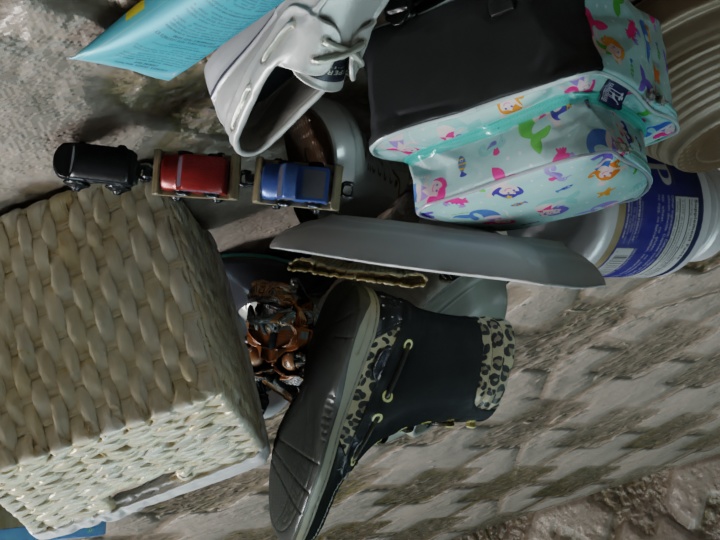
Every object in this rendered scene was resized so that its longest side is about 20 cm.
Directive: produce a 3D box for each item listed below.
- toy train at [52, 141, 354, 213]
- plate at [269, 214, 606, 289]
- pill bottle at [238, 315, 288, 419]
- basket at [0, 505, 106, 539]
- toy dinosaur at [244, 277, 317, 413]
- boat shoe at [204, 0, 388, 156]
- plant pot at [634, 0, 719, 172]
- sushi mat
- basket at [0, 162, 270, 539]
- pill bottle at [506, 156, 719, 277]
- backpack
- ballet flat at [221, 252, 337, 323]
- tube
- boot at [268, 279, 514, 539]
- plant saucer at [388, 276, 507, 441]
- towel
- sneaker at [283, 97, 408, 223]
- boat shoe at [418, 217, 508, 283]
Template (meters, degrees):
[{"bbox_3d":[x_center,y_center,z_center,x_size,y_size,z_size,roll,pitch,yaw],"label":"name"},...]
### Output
[{"bbox_3d":[-0.102,-0.062,0.876,0.197,0.035,0.046,5,174,2],"label":"toy train"},{"bbox_3d":[0.062,-0.015,0.962,0.197,0.033,0.200,8,-178,22],"label":"plate"},{"bbox_3d":[-0.159,0.112,1.250,0.113,0.116,0.199,3,155,-45],"label":"pill bottle"},{"bbox_3d":[-0.377,0.250,1.353,0.198,0.142,0.175,5,178,39],"label":"basket"},{"bbox_3d":[-0.053,0.088,1.128,0.101,0.137,0.200,-6,146,36],"label":"toy dinosaur"},{"bbox_3d":[-0.026,-0.138,0.801,0.071,0.067,0.199,3,151,-44],"label":"boat shoe"},{"bbox_3d":[0.267,-0.138,1.020,0.198,0.094,0.201,-17,161,-6],"label":"plant pot"},{"bbox_3d":[0.000,0.000,0.993,0.094,0.012,0.200,9,-179,1],"label":"sushi mat"},{"bbox_3d":[-0.189,0.062,0.981,0.195,0.202,0.161,-19,158,1],"label":"basket"},{"bbox_3d":[0.229,-0.054,1.162,0.198,0.121,0.119,0,153,-42],"label":"pill bottle"},{"bbox_3d":[0.116,-0.109,0.892,0.176,0.153,0.199,-15,173,31],"label":"backpack"},{"bbox_3d":[-0.058,0.029,1.199,0.073,0.074,0.199,-31,156,31],"label":"ballet flat"},{"bbox_3d":[-0.074,-0.156,0.751,0.199,0.051,0.077,-28,154,37],"label":"tube"},{"bbox_3d":[0.024,0.114,1.003,0.152,0.073,0.206,9,107,-31],"label":"boot"},{"bbox_3d":[0.063,0.082,1.116,0.200,0.050,0.201,-42,164,-15],"label":"plant saucer"},{"bbox_3d":[0.039,0.009,1.212,0.133,0.034,0.200,-52,154,0],"label":"towel"},{"bbox_3d":[-0.006,-0.082,0.977,0.084,0.073,0.200,-27,168,-11],"label":"sneaker"},{"bbox_3d":[0.096,-0.010,1.165,0.057,0.068,0.199,-61,156,7],"label":"boat shoe"}]
